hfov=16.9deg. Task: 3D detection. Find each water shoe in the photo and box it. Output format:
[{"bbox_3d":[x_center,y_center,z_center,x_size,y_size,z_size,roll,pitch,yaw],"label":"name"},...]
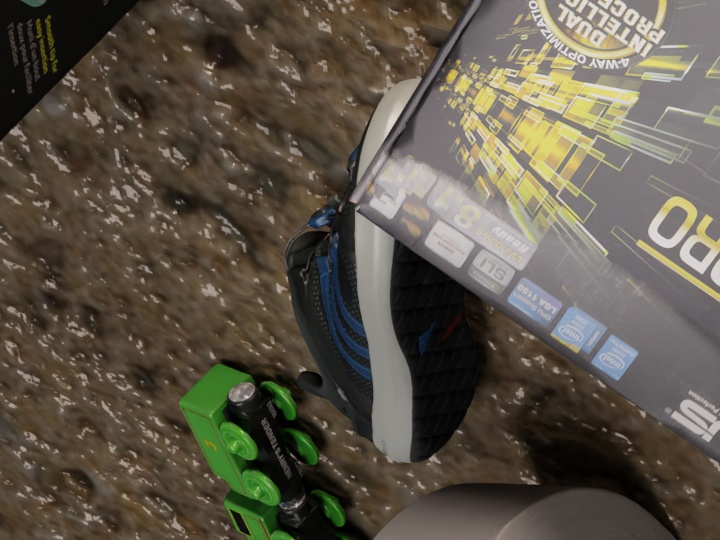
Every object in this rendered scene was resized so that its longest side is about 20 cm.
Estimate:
[{"bbox_3d":[0.000,0.000,0.967,0.079,0.072,0.201,26,142,24],"label":"water shoe"}]

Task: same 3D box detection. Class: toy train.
[{"bbox_3d":[-0.033,0.126,1.166,0.056,0.042,0.200,17,141,42],"label":"toy train"}]

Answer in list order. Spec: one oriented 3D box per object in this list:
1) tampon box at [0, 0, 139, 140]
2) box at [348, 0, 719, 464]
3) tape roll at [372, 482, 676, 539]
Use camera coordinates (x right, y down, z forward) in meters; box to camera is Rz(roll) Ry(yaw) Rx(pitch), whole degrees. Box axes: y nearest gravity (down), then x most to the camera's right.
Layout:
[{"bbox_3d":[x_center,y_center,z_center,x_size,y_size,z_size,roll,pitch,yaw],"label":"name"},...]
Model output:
[{"bbox_3d":[-0.188,-0.121,0.883,0.126,0.200,0.150,21,141,23],"label":"tampon box"},{"bbox_3d":[0.116,-0.031,0.816,0.200,0.049,0.161,36,129,3],"label":"box"},{"bbox_3d":[0.069,0.189,1.006,0.066,0.200,0.201,-4,128,42],"label":"tape roll"}]
